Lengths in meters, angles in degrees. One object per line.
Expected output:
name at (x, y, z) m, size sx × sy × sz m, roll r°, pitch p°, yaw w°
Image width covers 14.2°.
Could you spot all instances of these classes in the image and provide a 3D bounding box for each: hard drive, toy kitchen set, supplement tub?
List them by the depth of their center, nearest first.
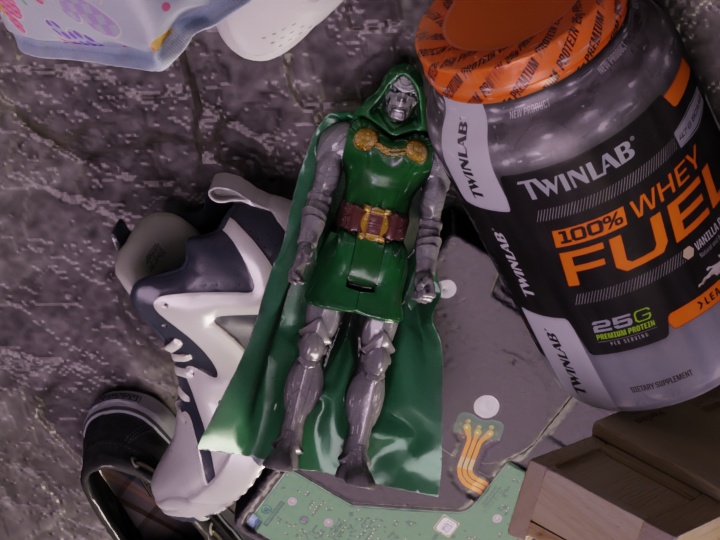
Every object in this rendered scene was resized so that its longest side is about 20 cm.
supplement tub at (0.107, -0.044, 1.317) m, size 0.122 × 0.123 × 0.200 m, roll -15°, pitch 125°, yaw 23°
toy kitchen set at (0.174, 0.175, 1.352) m, size 0.163 × 0.200 × 0.181 m, roll 27°, pitch 113°, yaw 29°
hard drive at (0.046, 0.083, 1.457) m, size 0.140 × 0.038 × 0.200 m, roll 31°, pitch 111°, yaw -13°

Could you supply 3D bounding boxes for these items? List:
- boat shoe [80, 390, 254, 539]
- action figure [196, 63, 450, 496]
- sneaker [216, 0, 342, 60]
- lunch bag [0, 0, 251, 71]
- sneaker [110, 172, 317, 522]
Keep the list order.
boat shoe at (-0.097, 0.153, 1.566) m, size 0.069 × 0.057 × 0.200 m, roll -17°, pitch 124°, yaw 24°
action figure at (0.000, 0.000, 1.366) m, size 0.118 × 0.055 × 0.200 m, roll 11°, pitch 92°, yaw -9°
sneaker at (-0.016, -0.162, 1.269) m, size 0.074 × 0.087 × 0.200 m, roll 23°, pitch 132°, yaw -12°
lunch bag at (-0.131, -0.187, 1.237) m, size 0.200 × 0.127 × 0.170 m, roll 9°, pitch 135°, yaw 58°
sneaker at (-0.083, 0.030, 1.447) m, size 0.130 × 0.080 × 0.199 m, roll 31°, pitch 127°, yaw -12°
